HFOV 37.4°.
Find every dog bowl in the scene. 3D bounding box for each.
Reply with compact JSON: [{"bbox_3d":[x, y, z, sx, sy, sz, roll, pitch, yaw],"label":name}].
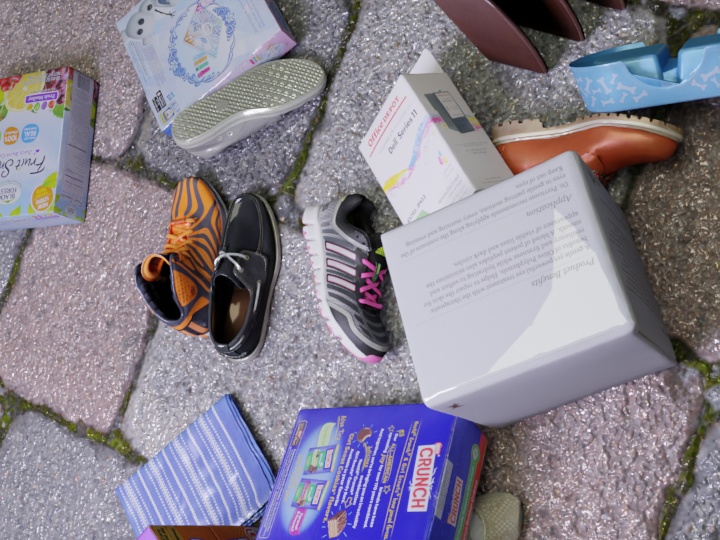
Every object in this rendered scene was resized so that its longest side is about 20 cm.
[{"bbox_3d":[0.302,-0.193,1.020,0.199,0.111,0.050,-5,108,27],"label":"dog bowl"}]

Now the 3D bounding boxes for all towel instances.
[{"bbox_3d":[-0.190,0.255,1.223,0.200,0.024,0.145,-41,62,14],"label":"towel"}]

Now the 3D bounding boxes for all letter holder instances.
[{"bbox_3d":[0.169,-0.274,1.054,0.141,0.200,0.101,24,90,30],"label":"letter holder"}]

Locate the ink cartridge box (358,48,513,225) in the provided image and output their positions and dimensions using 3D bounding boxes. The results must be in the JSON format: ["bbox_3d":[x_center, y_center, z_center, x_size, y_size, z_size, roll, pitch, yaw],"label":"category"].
[{"bbox_3d":[0.069,-0.126,1.122,0.201,0.067,0.117,61,140,26],"label":"ink cartridge box"}]

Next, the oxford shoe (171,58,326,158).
[{"bbox_3d":[-0.131,-0.195,1.284,0.199,0.058,0.076,-25,59,5],"label":"oxford shoe"}]

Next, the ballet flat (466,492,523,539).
[{"bbox_3d":[0.071,0.280,1.054,0.199,0.062,0.068,-32,65,18],"label":"ballet flat"}]

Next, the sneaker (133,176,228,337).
[{"bbox_3d":[-0.209,-0.026,1.249,0.077,0.112,0.202,-16,71,24],"label":"sneaker"}]

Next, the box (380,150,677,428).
[{"bbox_3d":[0.160,0.029,0.988,0.198,0.200,0.173,-23,66,21],"label":"box"}]

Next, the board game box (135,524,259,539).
[{"bbox_3d":[-0.161,0.400,1.071,0.200,0.200,0.200,-50,61,8],"label":"board game box"}]

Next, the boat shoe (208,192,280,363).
[{"bbox_3d":[-0.138,0.002,1.230,0.071,0.068,0.202,-2,74,23],"label":"boat shoe"}]

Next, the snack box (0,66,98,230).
[{"bbox_3d":[-0.445,-0.161,1.435,0.167,0.068,0.202,-4,78,27],"label":"snack box"}]

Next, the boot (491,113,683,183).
[{"bbox_3d":[0.224,-0.098,1.062,0.199,0.075,0.108,-3,80,36],"label":"boot"}]

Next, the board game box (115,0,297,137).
[{"bbox_3d":[-0.199,-0.300,1.343,0.199,0.043,0.201,-37,60,17],"label":"board game box"}]

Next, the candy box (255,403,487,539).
[{"bbox_3d":[0.011,0.223,1.046,0.199,0.077,0.170,-8,49,36],"label":"candy box"}]

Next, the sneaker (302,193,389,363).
[{"bbox_3d":[0.000,0.000,1.152,0.087,0.074,0.201,-30,61,26],"label":"sneaker"}]
